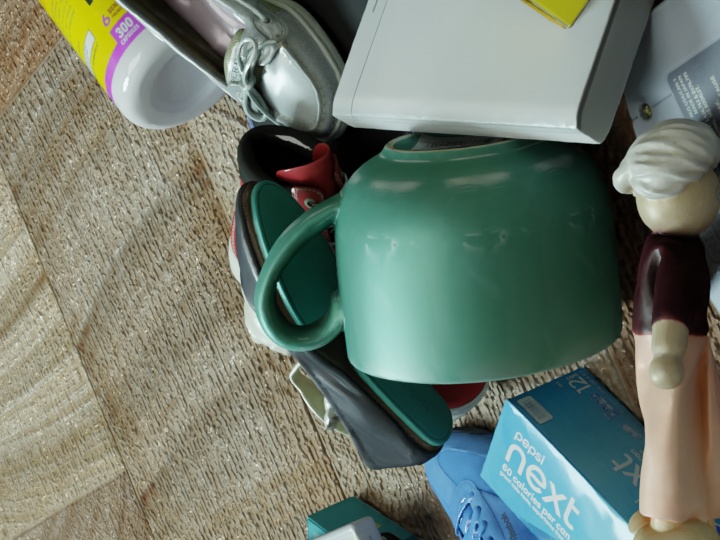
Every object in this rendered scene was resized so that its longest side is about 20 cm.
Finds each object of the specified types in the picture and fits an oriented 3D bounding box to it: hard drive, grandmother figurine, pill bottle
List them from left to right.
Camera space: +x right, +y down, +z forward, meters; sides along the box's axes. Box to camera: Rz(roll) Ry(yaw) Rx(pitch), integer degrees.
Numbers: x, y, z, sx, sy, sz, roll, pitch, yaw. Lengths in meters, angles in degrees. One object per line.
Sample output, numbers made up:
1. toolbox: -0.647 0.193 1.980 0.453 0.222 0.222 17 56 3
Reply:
1. pill bottle: -0.171 -0.201 1.193 0.200 0.104 0.105 51 141 26
2. hard drive: 0.071 -0.136 0.897 0.199 0.027 0.133 10 78 52
3. grandmother figurine: 0.151 0.028 0.815 0.121 0.060 0.202 -111 20 -84

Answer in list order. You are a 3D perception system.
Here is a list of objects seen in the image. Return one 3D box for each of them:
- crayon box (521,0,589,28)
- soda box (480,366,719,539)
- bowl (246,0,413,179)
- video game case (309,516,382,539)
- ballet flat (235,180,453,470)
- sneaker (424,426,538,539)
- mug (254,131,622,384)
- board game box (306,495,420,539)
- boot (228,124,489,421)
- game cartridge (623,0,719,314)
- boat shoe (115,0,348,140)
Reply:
1. crayon box: 0.080 -0.209 0.837 0.200 0.051 0.127 43 104 36
2. soda box: 0.157 0.149 0.941 0.200 0.064 0.068 47 139 32
3. bowl: -0.013 -0.120 1.070 0.200 0.039 0.202 28 127 45
4. video game case: -0.009 0.277 1.188 0.200 0.022 0.183 -34 78 56
5. ballet flat: -0.026 0.040 0.996 0.201 0.073 0.073 52 149 -16
6. sneaker: 0.092 0.166 1.031 0.200 0.078 0.066 41 138 38
7. mug: 0.048 -0.013 0.908 0.152 0.184 0.116 13 113 56
8. board game box: 0.042 0.267 1.173 0.199 0.047 0.152 27 127 45
9. boot: 0.000 0.000 1.032 0.199 0.072 0.145 37 151 16
10. game cartridge: 0.200 -0.047 0.814 0.133 0.041 0.201 -35 77 59
11. boat shoe: -0.086 -0.147 1.058 0.202 0.065 0.075 44 138 19
